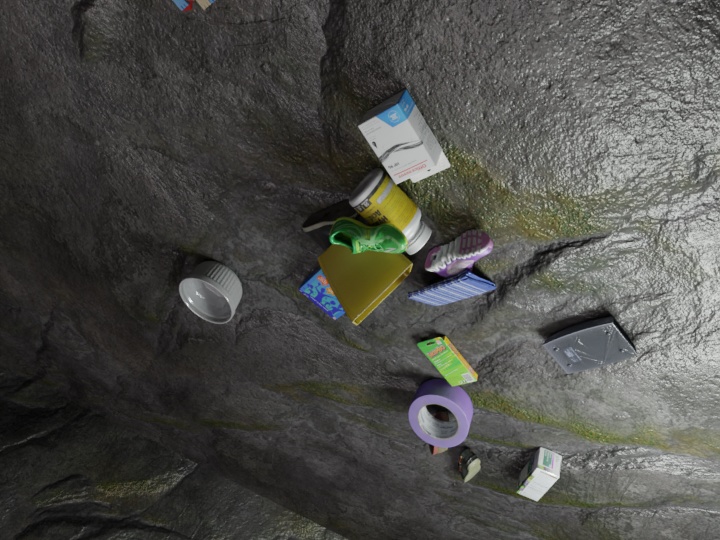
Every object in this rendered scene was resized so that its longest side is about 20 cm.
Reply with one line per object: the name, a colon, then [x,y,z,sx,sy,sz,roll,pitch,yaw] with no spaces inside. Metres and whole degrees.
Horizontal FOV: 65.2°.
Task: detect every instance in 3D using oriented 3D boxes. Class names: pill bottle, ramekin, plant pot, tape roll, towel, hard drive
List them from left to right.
ramekin: [-0.477,0.064,1.826,0.195,0.106,0.204,14,135,14]
plant pot: [0.000,0.000,1.421,0.177,0.200,0.200,47,177,8]
pill bottle: [0.075,-0.136,1.341,0.199,0.113,0.111,42,136,-16]
tape roll: [0.256,0.455,1.796,0.194,0.085,0.206,10,119,18]
towel: [0.235,0.050,1.459,0.197,0.025,0.143,-21,153,40]
hard drive: [0.583,0.190,1.439,0.135,0.043,0.198,44,135,-17]

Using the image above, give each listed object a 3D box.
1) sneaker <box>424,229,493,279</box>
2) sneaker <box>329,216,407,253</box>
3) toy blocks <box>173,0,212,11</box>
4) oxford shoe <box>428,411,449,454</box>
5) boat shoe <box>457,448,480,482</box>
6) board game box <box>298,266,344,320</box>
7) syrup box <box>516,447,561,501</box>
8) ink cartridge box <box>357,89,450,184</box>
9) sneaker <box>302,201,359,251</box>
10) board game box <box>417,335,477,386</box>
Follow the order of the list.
sneaker: [0.252,-0.031,1.381,0.088,0.082,0.198,39,142,-23]
sneaker: [0.016,-0.065,1.295,0.195,0.084,0.076,11,134,24]
toy blocks: [-0.333,-0.600,1.134,0.196,0.102,0.137,-15,134,36]
oxford shoe: [0.286,0.556,1.946,0.072,0.071,0.204,-4,132,-13]
boat shoe: [0.388,0.700,2.021,0.063,0.073,0.204,46,160,34]
board game box: [-0.072,0.047,1.642,0.151,0.045,0.199,39,136,-11]
syrup box: [0.594,0.680,1.877,0.079,0.080,0.203,19,137,9]
ink cartridge box: [0.099,-0.271,1.230,0.114,0.069,0.201,-17,122,38]
sneaker: [-0.054,-0.110,1.471,0.197,0.076,0.107,-9,132,45]
board game box: [0.261,0.270,1.696,0.094,0.030,0.200,-22,121,39]
